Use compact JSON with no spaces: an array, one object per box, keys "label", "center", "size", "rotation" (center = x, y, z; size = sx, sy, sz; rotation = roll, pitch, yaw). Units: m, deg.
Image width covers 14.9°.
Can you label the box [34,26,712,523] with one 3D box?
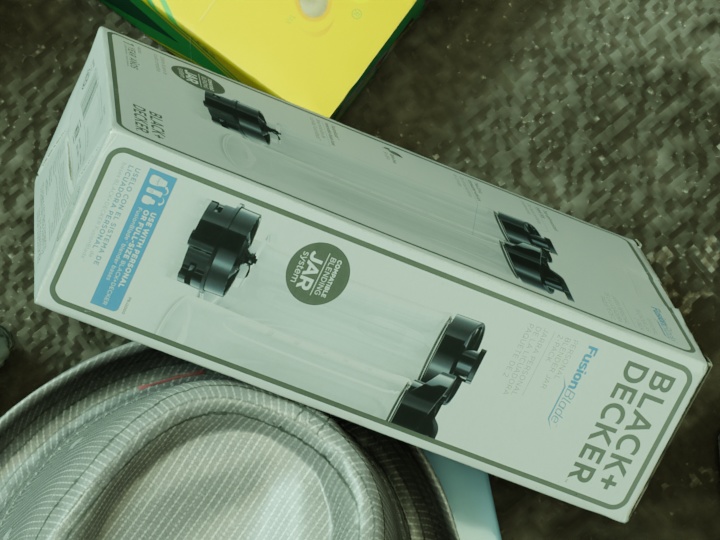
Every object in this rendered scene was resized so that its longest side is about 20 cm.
[{"label":"box","center":[0.000,0.000,0.869],"size":[0.200,0.117,0.060],"rotation":[20,107,-15]}]

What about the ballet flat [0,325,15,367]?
[{"label":"ballet flat","center":[-0.158,0.104,0.896],"size":[0.057,0.066,0.200],"rotation":[11,79,-4]}]

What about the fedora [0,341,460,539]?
[{"label":"fedora","center":[-0.057,0.109,0.842],"size":[0.177,0.090,0.200],"rotation":[40,80,5]}]

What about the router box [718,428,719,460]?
[{"label":"router box","center":[0.205,0.142,0.915],"size":[0.149,0.051,0.200],"rotation":[-4,80,-5]}]

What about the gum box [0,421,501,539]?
[{"label":"gum box","center":[-0.027,0.156,0.904],"size":[0.170,0.045,0.200],"rotation":[-10,81,-5]}]

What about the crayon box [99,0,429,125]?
[{"label":"crayon box","center":[-0.025,-0.172,0.957],"size":[0.173,0.058,0.200],"rotation":[35,81,4]}]
